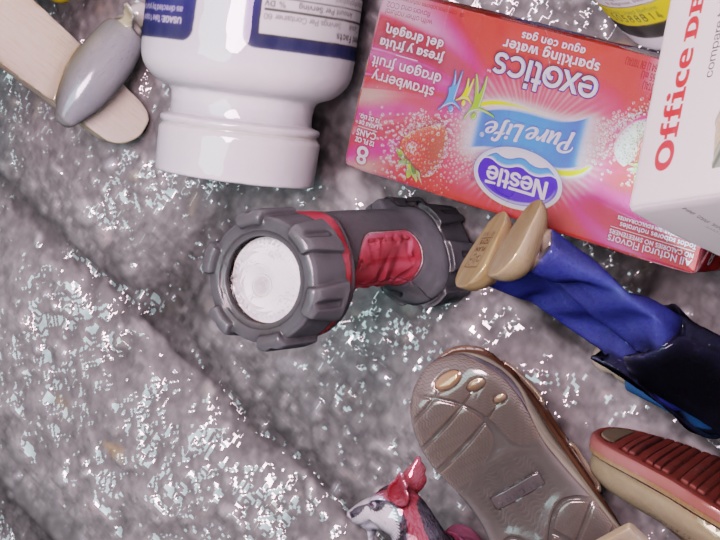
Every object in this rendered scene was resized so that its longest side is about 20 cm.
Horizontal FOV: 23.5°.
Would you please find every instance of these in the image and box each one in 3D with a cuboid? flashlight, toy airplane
[{"bbox_3d":[0.000,0.000,0.873,0.068,0.200,0.068,19,100,27],"label":"flashlight"},{"bbox_3d":[-0.215,-0.167,0.989,0.141,0.199,0.200,-18,84,41],"label":"toy airplane"}]

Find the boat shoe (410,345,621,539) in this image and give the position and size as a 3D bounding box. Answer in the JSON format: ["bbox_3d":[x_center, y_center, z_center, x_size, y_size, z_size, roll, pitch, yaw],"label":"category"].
[{"bbox_3d":[0.097,0.123,0.900,0.075,0.072,0.201,-25,99,15],"label":"boat shoe"}]

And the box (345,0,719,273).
[{"bbox_3d":[0.105,-0.071,0.870,0.199,0.100,0.096,19,101,27],"label":"box"}]

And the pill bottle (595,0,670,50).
[{"bbox_3d":[0.111,-0.204,0.796,0.111,0.200,0.112,-34,33,26],"label":"pill bottle"}]

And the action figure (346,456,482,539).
[{"bbox_3d":[0.028,0.195,0.888,0.149,0.133,0.201,27,126,47],"label":"action figure"}]

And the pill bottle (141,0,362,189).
[{"bbox_3d":[-0.058,-0.150,0.947,0.119,0.120,0.201,11,97,29],"label":"pill bottle"}]

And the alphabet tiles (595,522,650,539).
[{"bbox_3d":[0.156,0.205,0.833,0.200,0.006,0.166,44,124,-17],"label":"alphabet tiles"}]

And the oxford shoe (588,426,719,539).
[{"bbox_3d":[0.188,0.149,0.849,0.200,0.070,0.075,34,113,25],"label":"oxford shoe"}]

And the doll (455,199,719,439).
[{"bbox_3d":[0.143,0.041,0.837,0.200,0.136,0.049,34,74,-12],"label":"doll"}]

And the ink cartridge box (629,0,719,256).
[{"bbox_3d":[0.210,-0.086,0.682,0.200,0.084,0.146,-8,65,58],"label":"ink cartridge box"}]
